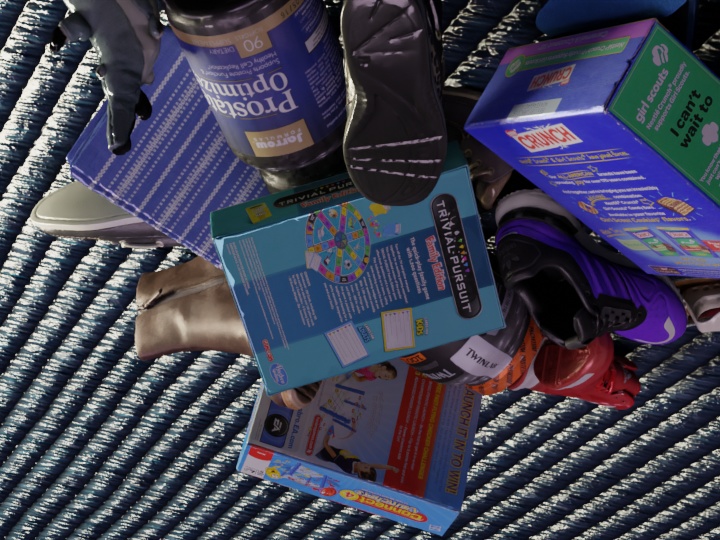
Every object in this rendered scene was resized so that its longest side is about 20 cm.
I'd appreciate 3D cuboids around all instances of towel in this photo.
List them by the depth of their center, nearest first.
[{"bbox_3d":[-0.124,-0.090,1.183,0.200,0.024,0.145,34,94,-22],"label":"towel"}]

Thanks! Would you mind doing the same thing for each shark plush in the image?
[{"bbox_3d":[-0.192,-0.169,1.053,0.083,0.201,0.091,-2,164,-23],"label":"shark plush"}]

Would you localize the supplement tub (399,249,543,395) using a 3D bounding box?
[{"bbox_3d":[0.056,0.018,1.234,0.200,0.123,0.122,34,136,-21],"label":"supplement tub"}]

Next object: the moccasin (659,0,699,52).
[{"bbox_3d":[0.204,-0.140,1.046,0.068,0.081,0.201,11,139,10],"label":"moccasin"}]

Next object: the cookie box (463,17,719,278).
[{"bbox_3d":[0.199,-0.076,0.981,0.200,0.075,0.171,35,166,-24],"label":"cookie box"}]

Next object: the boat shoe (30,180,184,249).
[{"bbox_3d":[-0.194,-0.048,1.273,0.199,0.074,0.061,-8,131,12],"label":"boat shoe"}]

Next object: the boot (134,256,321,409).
[{"bbox_3d":[-0.119,0.057,1.263,0.166,0.201,0.072,-20,139,16],"label":"boot"}]

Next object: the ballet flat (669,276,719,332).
[{"bbox_3d":[0.281,0.026,1.218,0.199,0.071,0.069,-13,128,28],"label":"ballet flat"}]

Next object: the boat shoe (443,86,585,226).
[{"bbox_3d":[0.104,-0.088,1.136,0.199,0.074,0.075,14,140,0],"label":"boat shoe"}]

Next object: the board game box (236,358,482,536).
[{"bbox_3d":[0.008,0.114,1.298,0.195,0.201,0.056,19,144,-5],"label":"board game box"}]

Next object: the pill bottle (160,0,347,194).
[{"bbox_3d":[-0.064,-0.148,1.087,0.111,0.112,0.201,-4,136,20],"label":"pill bottle"}]

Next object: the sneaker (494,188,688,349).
[{"bbox_3d":[0.179,0.027,1.128,0.200,0.100,0.069,31,135,-26],"label":"sneaker"}]

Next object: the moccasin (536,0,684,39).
[{"bbox_3d":[0.167,-0.202,0.926,0.080,0.068,0.200,34,167,-12],"label":"moccasin"}]

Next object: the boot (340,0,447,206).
[{"bbox_3d":[0.029,-0.161,1.013,0.073,0.154,0.204,2,139,7],"label":"boot"}]

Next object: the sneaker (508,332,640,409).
[{"bbox_3d":[0.211,0.078,1.275,0.115,0.079,0.200,10,174,-12],"label":"sneaker"}]

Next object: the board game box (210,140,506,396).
[{"bbox_3d":[0.000,0.000,1.118,0.199,0.047,0.152,-16,121,0],"label":"board game box"}]
